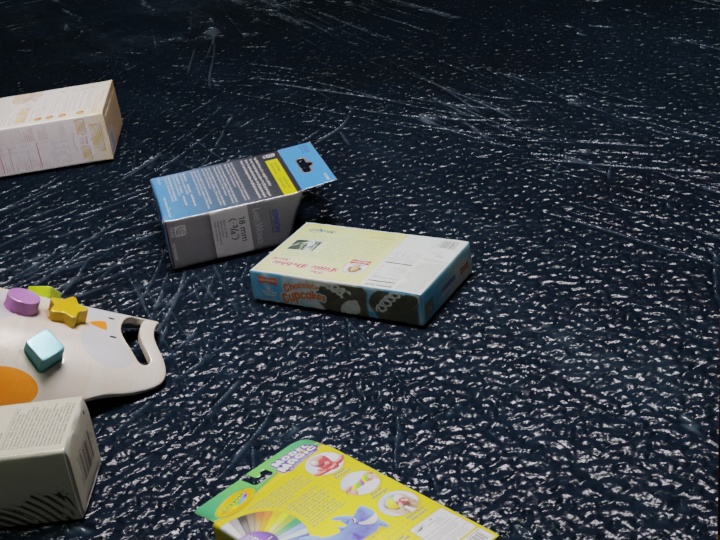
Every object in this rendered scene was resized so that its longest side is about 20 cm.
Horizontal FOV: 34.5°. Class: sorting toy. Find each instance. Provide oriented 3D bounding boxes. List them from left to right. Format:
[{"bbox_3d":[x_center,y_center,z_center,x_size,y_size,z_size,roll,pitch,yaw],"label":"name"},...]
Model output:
[{"bbox_3d":[-0.275,0.070,1.088,0.178,0.108,0.200,5,23,-17],"label":"sorting toy"}]

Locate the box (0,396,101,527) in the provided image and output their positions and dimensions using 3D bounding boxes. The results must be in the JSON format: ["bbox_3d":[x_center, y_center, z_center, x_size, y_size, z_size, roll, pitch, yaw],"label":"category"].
[{"bbox_3d":[-0.316,0.160,0.927,0.198,0.069,0.082,-7,27,4],"label":"box"}]

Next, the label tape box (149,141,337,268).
[{"bbox_3d":[-0.133,-0.078,1.337,0.198,0.064,0.144,-14,27,-10],"label":"label tape box"}]

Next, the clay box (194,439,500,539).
[{"bbox_3d":[-0.013,0.190,0.803,0.114,0.048,0.199,-29,32,-35],"label":"clay box"}]

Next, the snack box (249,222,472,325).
[{"bbox_3d":[0.000,0.000,1.177,0.198,0.037,0.116,8,31,29],"label":"snack box"}]

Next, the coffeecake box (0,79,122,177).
[{"bbox_3d":[-0.451,-0.202,1.658,0.198,0.074,0.154,-9,27,-2],"label":"coffeecake box"}]

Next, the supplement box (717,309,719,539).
[{"bbox_3d":[0.320,0.065,0.784,0.131,0.199,0.200,4,30,22],"label":"supplement box"}]
